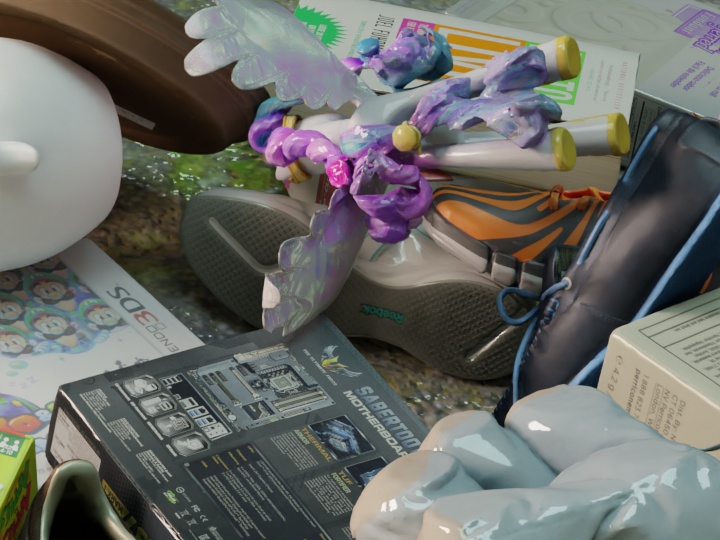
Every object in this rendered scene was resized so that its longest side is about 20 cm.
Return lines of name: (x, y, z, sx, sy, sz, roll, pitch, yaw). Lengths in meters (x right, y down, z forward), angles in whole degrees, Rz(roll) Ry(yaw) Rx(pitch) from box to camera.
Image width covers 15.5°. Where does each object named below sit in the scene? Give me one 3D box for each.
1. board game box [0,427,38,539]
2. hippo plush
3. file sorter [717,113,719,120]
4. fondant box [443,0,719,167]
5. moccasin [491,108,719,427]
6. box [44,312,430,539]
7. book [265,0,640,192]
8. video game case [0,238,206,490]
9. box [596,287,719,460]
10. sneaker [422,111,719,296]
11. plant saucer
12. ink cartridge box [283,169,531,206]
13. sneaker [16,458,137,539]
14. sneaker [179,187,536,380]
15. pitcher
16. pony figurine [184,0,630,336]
board game box: (-0.255, 0.100, 1.181, 0.199, 0.048, 0.102, 15, 50, 8)
hippo plush: (0.102, 0.146, 1.132, 0.199, 0.161, 0.159, -10, 17, -5)
file sorter: (0.285, -0.062, 1.469, 0.139, 0.126, 0.200, 25, 12, 23)
fondant box: (0.166, -0.128, 1.668, 0.200, 0.058, 0.144, 25, 35, 21)
moccasin: (0.123, 0.008, 1.317, 0.068, 0.200, 0.080, 44, 18, 22)
box: (-0.029, 0.112, 1.223, 0.157, 0.051, 0.200, -16, 48, -34)
book: (0.053, -0.103, 1.492, 0.199, 0.048, 0.134, 11, 29, 4)
video game case: (-0.172, 0.056, 1.321, 0.200, 0.024, 0.182, -16, 40, -34)
box: (0.220, 0.104, 1.267, 0.128, 0.109, 0.200, -18, 41, -39)
sneaker: (0.138, -0.037, 1.380, 0.199, 0.112, 0.078, 17, 19, 1)
plant saucer: (-0.141, -0.114, 1.415, 0.199, 0.200, 0.030, 20, 76, 16)
ink cartridge box: (0.013, -0.080, 1.541, 0.116, 0.068, 0.200, -3, 34, -19)
sneaker: (-0.104, 0.161, 1.124, 0.070, 0.076, 0.200, -8, 36, -26)
sneaker: (0.000, 0.000, 1.422, 0.200, 0.071, 0.080, 18, 27, 0)
pitcher: (-0.214, -0.054, 1.325, 0.199, 0.122, 0.171, -5, 8, -31)
pony figurine: (0.013, -0.064, 1.307, 0.199, 0.167, 0.193, -8, 4, 21)
